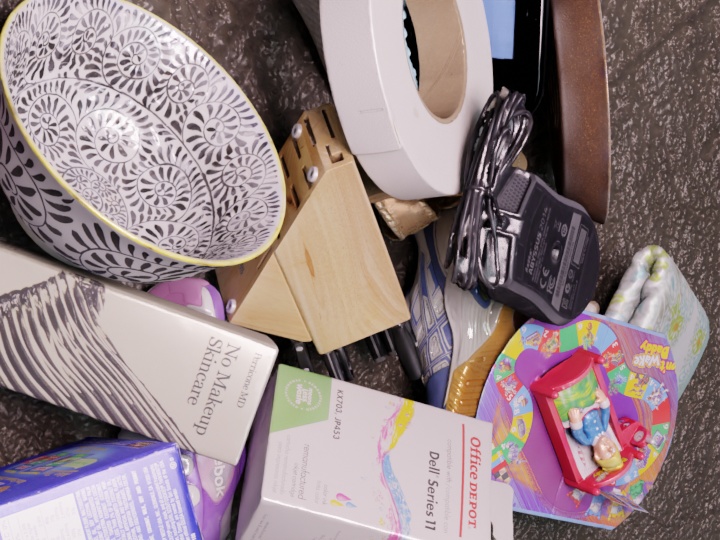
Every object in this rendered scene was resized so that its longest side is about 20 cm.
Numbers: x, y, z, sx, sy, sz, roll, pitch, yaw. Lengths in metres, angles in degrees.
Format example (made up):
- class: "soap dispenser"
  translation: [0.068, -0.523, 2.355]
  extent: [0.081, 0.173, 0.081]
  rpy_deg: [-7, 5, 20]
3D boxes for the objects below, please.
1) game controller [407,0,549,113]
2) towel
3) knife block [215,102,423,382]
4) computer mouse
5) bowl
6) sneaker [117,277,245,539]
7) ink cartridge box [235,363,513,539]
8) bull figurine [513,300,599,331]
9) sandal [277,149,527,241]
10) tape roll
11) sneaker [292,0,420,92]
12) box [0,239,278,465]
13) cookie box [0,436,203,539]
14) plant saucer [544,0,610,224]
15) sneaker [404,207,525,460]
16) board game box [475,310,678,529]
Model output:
- class: "game controller"
  translation: [0.084, -0.207, 1.096]
  extent: [0.042, 0.104, 0.201]
  rpy_deg: [-34, 127, -69]
- class: "towel"
  translation: [0.222, 0.096, 1.270]
  extent: [0.201, 0.048, 0.171]
  rpy_deg: [-64, 154, -8]
- class: "knife block"
  translation: [0.000, 0.000, 1.050]
  extent: [0.175, 0.064, 0.200]
  rpy_deg: [14, 126, -30]
- class: "computer mouse"
  translation: [0.107, -0.027, 1.067]
  extent: [0.200, 0.053, 0.139]
  rpy_deg: [37, 66, -54]
- class: "bowl"
  translation: [-0.151, -0.062, 0.931]
  extent: [0.200, 0.201, 0.094]
  rpy_deg: [19, 134, -39]
- class: "sneaker"
  translation: [-0.115, 0.104, 1.038]
  extent: [0.088, 0.080, 0.201]
  rpy_deg: [0, 97, -53]
- class: "ink cartridge box"
  translation: [0.024, 0.149, 1.048]
  extent: [0.199, 0.117, 0.067]
  rpy_deg: [16, 135, -12]
- class: "bull figurine"
  translation: [0.130, 0.041, 1.213]
  extent: [0.121, 0.065, 0.201]
  rpy_deg: [13, 98, -45]
- class: "sandal"
  translation: [0.016, -0.054, 1.116]
  extent: [0.211, 0.078, 0.070]
  rpy_deg: [-9, 137, -29]
- class: "tape roll"
  translation: [0.034, -0.145, 1.002]
  extent: [0.203, 0.037, 0.204]
  rpy_deg: [20, 68, -62]
- class: "sneaker"
  translation: [0.009, -0.178, 1.056]
  extent: [0.082, 0.074, 0.200]
  rpy_deg: [-39, 119, -20]
- class: "box"
  translation: [-0.156, 0.046, 0.936]
  extent: [0.199, 0.068, 0.083]
  rpy_deg: [19, 89, -10]
- class: "cookie box"
  translation: [-0.214, 0.161, 0.895]
  extent: [0.199, 0.171, 0.076]
  rpy_deg: [-17, 93, -27]
- class: "plant saucer"
  translation: [0.156, -0.133, 1.140]
  extent: [0.034, 0.200, 0.201]
  rpy_deg: [-3, 107, 3]
- class: "sneaker"
  translation: [0.071, 0.052, 1.155]
  extent: [0.075, 0.088, 0.201]
  rpy_deg: [5, 92, -43]
- class: "board game box"
  translation: [0.176, 0.115, 1.155]
  extent: [0.199, 0.039, 0.159]
  rpy_deg: [16, 91, -35]
